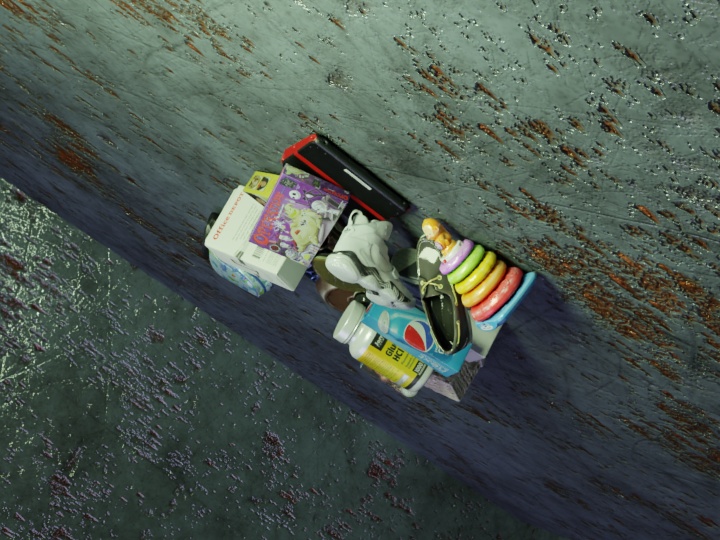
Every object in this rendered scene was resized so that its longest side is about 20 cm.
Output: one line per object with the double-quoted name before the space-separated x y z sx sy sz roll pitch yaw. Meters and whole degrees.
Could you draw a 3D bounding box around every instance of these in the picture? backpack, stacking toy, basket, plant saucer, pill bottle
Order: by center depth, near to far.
"stacking toy" 0.171 -0.008 1.407 0.200 0.110 0.116 44 165 -6
"pill bottle" 0.050 0.146 1.751 0.199 0.113 0.112 31 164 -9
"plant saucer" 0.001 0.053 1.858 0.197 0.033 0.201 6 153 3
"basket" 0.158 0.187 1.949 0.198 0.124 0.136 23 163 26
"backpack" -0.278 -0.030 2.088 0.197 0.156 0.163 17 158 -2

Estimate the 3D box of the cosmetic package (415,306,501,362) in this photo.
"cosmetic package" 0.163 0.091 1.718 0.199 0.086 0.108 32 165 -6

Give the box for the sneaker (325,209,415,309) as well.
"sneaker" 0.034 -0.015 1.487 0.199 0.116 0.075 33 160 -36

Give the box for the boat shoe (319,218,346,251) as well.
"boat shoe" -0.074 -0.073 1.662 0.074 0.075 0.203 24 163 21

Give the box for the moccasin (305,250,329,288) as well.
"moccasin" -0.105 -0.017 1.872 0.199 0.081 0.068 32 178 -8

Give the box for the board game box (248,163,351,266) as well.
"board game box" -0.106 -0.089 1.494 0.119 0.033 0.200 26 141 -8

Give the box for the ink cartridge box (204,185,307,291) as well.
"ink cartridge box" -0.189 -0.067 1.763 0.198 0.147 0.084 22 165 31

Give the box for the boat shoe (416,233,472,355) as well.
"boat shoe" 0.134 0.038 1.463 0.071 0.204 0.060 -16 -177 30

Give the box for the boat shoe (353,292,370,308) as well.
"boat shoe" 0.023 0.101 1.845 0.073 0.064 0.202 5 153 9

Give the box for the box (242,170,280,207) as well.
"box" -0.142 -0.134 1.594 0.075 0.050 0.199 37 172 -26

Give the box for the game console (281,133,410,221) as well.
"game console" -0.028 -0.146 1.454 0.199 0.031 0.176 35 160 -18

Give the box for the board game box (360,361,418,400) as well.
"board game box" 0.106 0.154 1.831 0.134 0.201 0.035 31 -162 -5

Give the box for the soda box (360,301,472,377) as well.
"soda box" 0.103 0.116 1.640 0.199 0.065 0.068 32 161 -5

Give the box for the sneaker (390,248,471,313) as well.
"sneaker" 0.158 0.038 1.571 0.200 0.077 0.147 24 162 23

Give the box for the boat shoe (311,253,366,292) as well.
"boat shoe" 0.000 -0.001 1.742 0.199 0.066 0.072 14 138 26
